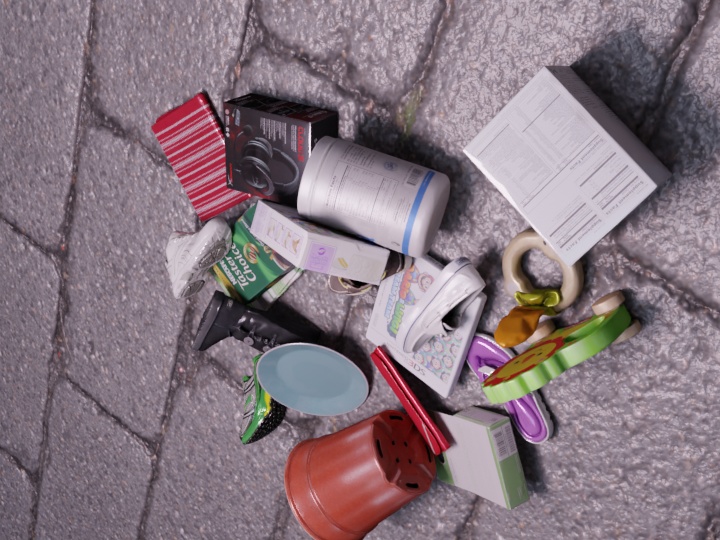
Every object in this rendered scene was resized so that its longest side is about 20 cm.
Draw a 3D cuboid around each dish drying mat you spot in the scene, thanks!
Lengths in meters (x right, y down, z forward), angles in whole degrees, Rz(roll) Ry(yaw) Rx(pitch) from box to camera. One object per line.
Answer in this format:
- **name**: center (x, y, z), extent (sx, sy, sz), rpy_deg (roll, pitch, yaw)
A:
- **dish drying mat**: center (0.078, 0.215, 1.701), extent (0.201, 0.018, 0.077), rpy_deg (55, 166, 9)

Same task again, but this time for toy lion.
- **toy lion**: center (0.267, 0.118, 1.431), extent (0.200, 0.191, 0.069), rpy_deg (-29, 92, 41)

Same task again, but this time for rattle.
- **rattle**: center (0.238, -0.014, 1.432), extent (0.130, 0.142, 0.201), rpy_deg (46, 139, 34)

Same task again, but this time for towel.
- **towel**: center (-0.276, -0.197, 1.806), extent (0.144, 0.022, 0.201), rpy_deg (-22, 99, 39)
- **towel**: center (-0.185, -0.011, 1.825), extent (0.149, 0.031, 0.200), rpy_deg (52, 133, 9)

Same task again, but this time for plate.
- **plate**: center (-0.082, 0.184, 1.791), extent (0.199, 0.026, 0.201), rpy_deg (7, 136, 7)

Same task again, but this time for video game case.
- **video game case**: center (0.099, 0.074, 1.633), extent (0.182, 0.024, 0.201), rpy_deg (36, 128, 29)

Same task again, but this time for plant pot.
- **plant pot**: center (0.009, 0.339, 1.736), extent (0.195, 0.201, 0.201), rpy_deg (-36, 88, 35)

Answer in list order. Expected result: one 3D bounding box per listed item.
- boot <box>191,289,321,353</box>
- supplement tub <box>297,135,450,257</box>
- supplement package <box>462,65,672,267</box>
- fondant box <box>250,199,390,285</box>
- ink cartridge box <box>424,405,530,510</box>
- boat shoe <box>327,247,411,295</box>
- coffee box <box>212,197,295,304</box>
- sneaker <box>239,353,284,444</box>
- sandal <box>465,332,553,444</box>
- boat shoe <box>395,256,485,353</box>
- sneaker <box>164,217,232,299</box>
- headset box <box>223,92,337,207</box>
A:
- **boot**: center (-0.187, 0.124, 1.823), extent (0.199, 0.066, 0.165), rpy_deg (21, 144, -12)
- **supplement tub**: center (0.021, -0.109, 1.524), extent (0.199, 0.132, 0.133), rpy_deg (19, 122, 12)
- **supplement package**: center (0.266, -0.137, 1.318), extent (0.200, 0.152, 0.151), rpy_deg (48, 114, 8)
- **fondant box**: center (-0.065, -0.044, 1.570), extent (0.200, 0.143, 0.059), rpy_deg (31, 106, 59)
- **ink cartridge box**: center (0.181, 0.292, 1.674), extent (0.200, 0.048, 0.146), rpy_deg (9, 118, 61)
- **boat shoe**: center (0.000, 0.000, 1.644), extent (0.200, 0.059, 0.072), rpy_deg (-21, 87, 52)
- **coffee box**: center (-0.177, -0.030, 1.757), extent (0.200, 0.044, 0.123), rpy_deg (-35, 87, 44)
- **sneaker**: center (-0.184, 0.238, 1.913), extent (0.085, 0.078, 0.201), rpy_deg (37, 119, 26)
- **sandal**: center (0.224, 0.182, 1.587), extent (0.203, 0.050, 0.082), rpy_deg (51, 130, 7)
- **boat shoe**: center (0.118, 0.068, 1.543), extent (0.065, 0.073, 0.200), rpy_deg (50, 135, 22)
- **sneaker**: center (-0.292, -0.038, 1.773), extent (0.100, 0.078, 0.200), rpy_deg (55, 133, 15)
- **headset box**: center (-0.121, -0.189, 1.656), extent (0.199, 0.077, 0.150), rpy_deg (19, 121, 31)
